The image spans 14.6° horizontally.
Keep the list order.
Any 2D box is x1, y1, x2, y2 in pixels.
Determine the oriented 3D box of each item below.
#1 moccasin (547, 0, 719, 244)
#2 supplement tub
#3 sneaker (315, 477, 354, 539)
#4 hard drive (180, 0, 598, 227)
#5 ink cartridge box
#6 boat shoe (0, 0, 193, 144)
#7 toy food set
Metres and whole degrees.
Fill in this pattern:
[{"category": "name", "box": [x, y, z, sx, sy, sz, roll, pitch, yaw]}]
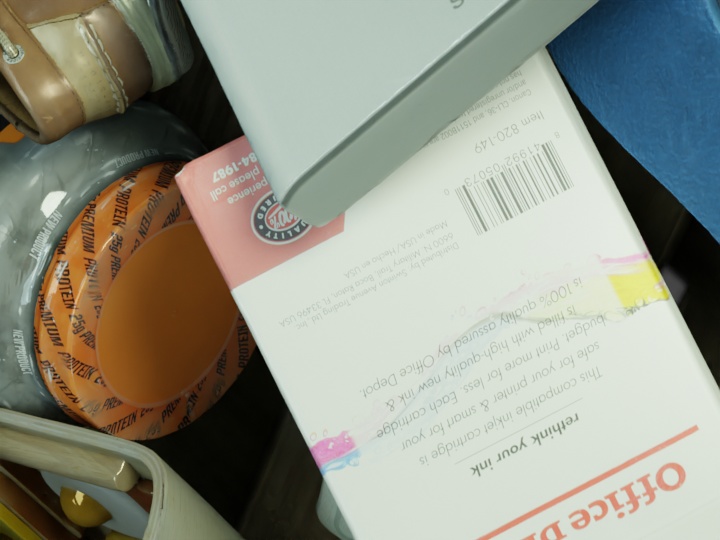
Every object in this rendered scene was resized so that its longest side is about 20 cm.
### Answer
[{"category": "moccasin", "box": [0.111, -0.056, 0.809, 0.201, 0.068, 0.081, 60, 139, 20]}, {"category": "supplement tub", "box": [-0.132, -0.020, 1.012, 0.199, 0.122, 0.123, 26, 116, 37]}, {"category": "sneaker", "box": [0.000, 0.000, 0.928, 0.081, 0.075, 0.201, -10, 89, 56]}, {"category": "hard drive", "box": [-0.005, -0.127, 0.823, 0.132, 0.027, 0.201, -39, 53, 17]}, {"category": "ink cartridge box", "box": [0.041, 0.036, 0.842, 0.116, 0.067, 0.201, -26, 86, 0]}, {"category": "boat shoe", "box": [-0.141, -0.098, 0.955, 0.200, 0.072, 0.076, 27, 152, 45]}, {"category": "toy food set", "box": [-0.099, 0.111, 0.989, 0.199, 0.144, 0.061, 10, 62, 42]}]
